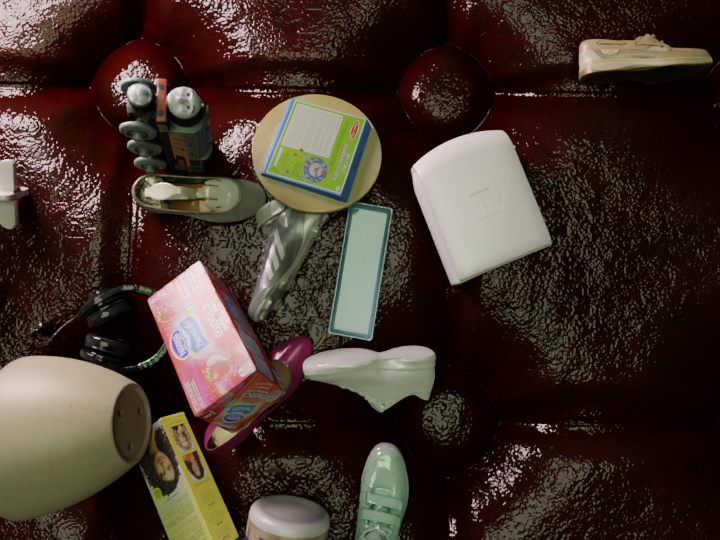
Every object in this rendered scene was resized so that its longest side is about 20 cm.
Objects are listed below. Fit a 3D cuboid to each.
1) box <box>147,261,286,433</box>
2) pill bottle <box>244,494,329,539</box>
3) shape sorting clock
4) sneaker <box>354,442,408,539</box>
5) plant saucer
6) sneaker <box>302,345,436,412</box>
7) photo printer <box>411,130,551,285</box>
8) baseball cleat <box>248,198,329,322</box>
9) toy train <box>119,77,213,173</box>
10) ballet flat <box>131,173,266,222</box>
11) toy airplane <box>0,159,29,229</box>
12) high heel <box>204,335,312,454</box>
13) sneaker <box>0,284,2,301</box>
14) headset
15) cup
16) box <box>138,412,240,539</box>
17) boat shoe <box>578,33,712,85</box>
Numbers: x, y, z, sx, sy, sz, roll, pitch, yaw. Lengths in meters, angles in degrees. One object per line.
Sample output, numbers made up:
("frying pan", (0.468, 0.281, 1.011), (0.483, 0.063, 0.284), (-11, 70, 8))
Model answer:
("box", (-0.196, 0.101, 0.704), (0.095, 0.100, 0.201), (-35, 58, -4))
("pill bottle", (-0.112, 0.428, 0.707), (0.113, 0.116, 0.205), (9, 85, 0))
("shape sorting clock", (-0.065, -0.178, 0.786), (0.195, 0.039, 0.205), (1, 69, -2))
("sneaker", (0.030, 0.351, 0.714), (0.072, 0.118, 0.205), (7, 84, 2))
("plant saucer", (0.000, 0.000, 0.794), (0.068, 0.019, 0.205), (9, 86, 0))
("sneaker", (0.014, 0.163, 0.756), (0.195, 0.075, 0.091), (0, 101, -5))
("photo printer", (0.175, -0.101, 0.778), (0.163, 0.069, 0.204), (-21, 86, -2))
("baseball cleat", (-0.129, -0.027, 0.777), (0.105, 0.070, 0.202), (30, 76, 8))
("toy train", (-0.264, -0.196, 0.724), (0.111, 0.200, 0.087), (-1, 79, -15))
("ballet flat", (-0.242, -0.110, 0.777), (0.195, 0.064, 0.069), (1, 85, -1))
("toy airplane", (-0.594, -0.122, 0.752), (0.200, 0.140, 0.200), (-46, 125, -13))
("high heel", (-0.139, 0.176, 0.738), (0.067, 0.096, 0.201), (37, 86, 2))
("sneaker", (-0.625, 0.054, 0.756), (0.196, 0.075, 0.080), (-24, 82, -4))
("headset", (-0.375, 0.087, 0.768), (0.195, 0.094, 0.127), (-1, 85, -16))
("cup", (-0.361, 0.205, 0.675), (0.140, 0.200, 0.205), (-8, 85, 4))
("box", (-0.243, 0.307, 0.719), (0.075, 0.050, 0.202), (-38, 73, 19))
("boat shoe", (0.439, -0.331, 0.800), (0.195, 0.071, 0.066), (-1, 86, 1))
